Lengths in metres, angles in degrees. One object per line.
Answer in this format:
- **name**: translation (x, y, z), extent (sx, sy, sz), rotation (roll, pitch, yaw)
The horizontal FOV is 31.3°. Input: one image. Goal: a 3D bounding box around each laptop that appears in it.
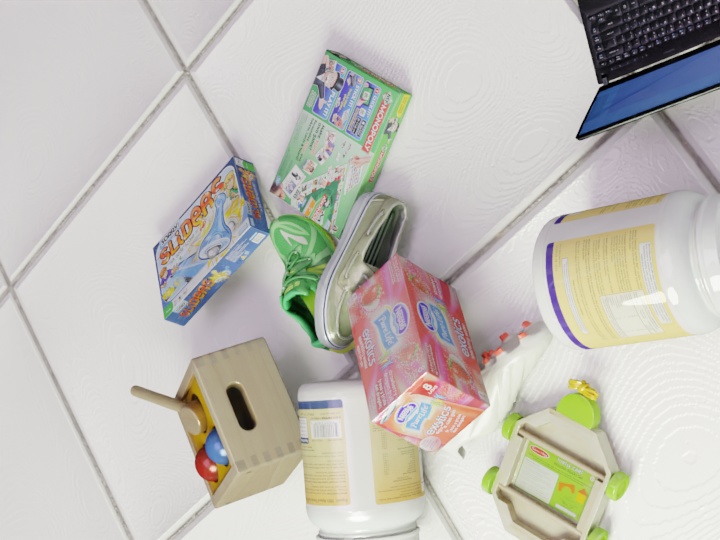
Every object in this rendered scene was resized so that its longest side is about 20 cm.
- **laptop**: translation (0.295, -0.251, 1.327), extent (0.177, 0.103, 0.201), rotation (-18, 79, 36)

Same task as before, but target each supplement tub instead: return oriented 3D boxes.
- **supplement tub**: translation (0.002, 0.229, 1.528), extent (0.144, 0.144, 0.201), rotation (-7, 86, 37)
- **supplement tub**: translation (0.291, -0.001, 1.305), extent (0.199, 0.145, 0.146), rotation (-11, 84, 37)

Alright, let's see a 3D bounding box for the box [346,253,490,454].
- **box**: translation (0.061, 0.091, 1.454), extent (0.095, 0.102, 0.200), rotation (-44, 33, 25)

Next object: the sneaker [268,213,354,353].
- **sneaker**: translation (-0.064, 0.012, 1.616), extent (0.074, 0.083, 0.201), rotation (-40, 67, 31)

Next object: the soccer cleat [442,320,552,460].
- **soccer cleat**: translation (0.156, 0.135, 1.468), extent (0.078, 0.069, 0.200), rotation (44, 112, -3)

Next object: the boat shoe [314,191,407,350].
- **boat shoe**: translation (0.000, 0.000, 1.552), extent (0.062, 0.072, 0.201), rotation (12, 84, 54)

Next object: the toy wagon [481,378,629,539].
- **toy wagon**: translation (0.223, 0.215, 1.426), extent (0.155, 0.039, 0.201), rotation (27, 106, 34)

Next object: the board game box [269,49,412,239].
- **board game box**: translation (-0.028, -0.158, 1.621), extent (0.134, 0.029, 0.201), rotation (35, 110, 31)

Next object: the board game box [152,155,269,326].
- **board game box**: translation (-0.203, -0.039, 1.725), extent (0.200, 0.034, 0.136), rotation (-45, 42, 28)

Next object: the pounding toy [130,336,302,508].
- **pounding toy**: translation (-0.184, 0.187, 1.645), extent (0.201, 0.142, 0.184), rotation (65, 154, 18)
